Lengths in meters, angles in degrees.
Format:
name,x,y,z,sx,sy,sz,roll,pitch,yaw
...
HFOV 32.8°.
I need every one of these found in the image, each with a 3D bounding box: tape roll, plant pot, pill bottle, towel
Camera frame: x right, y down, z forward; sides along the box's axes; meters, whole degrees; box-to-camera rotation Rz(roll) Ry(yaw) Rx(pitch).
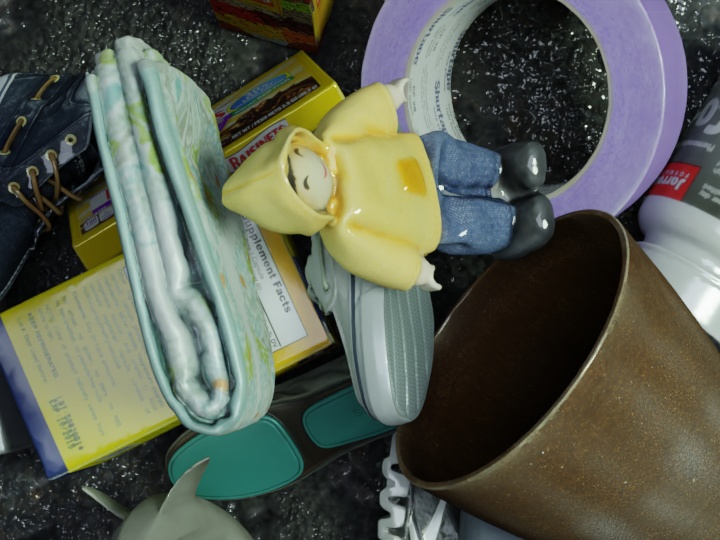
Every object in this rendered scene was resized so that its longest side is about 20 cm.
name,x,y,z,sx,sy,sz,roll,pitch,yaw
tape roll,0.105,-0.115,0.788,0.197,0.085,0.203,5,102,24
plant pot,0.154,0.100,0.720,0.199,0.187,0.188,38,86,-18
pill bottle,0.256,-0.050,0.807,0.113,0.114,0.201,33,86,3
towel,-0.089,-0.012,0.669,0.048,0.171,0.203,-14,85,3

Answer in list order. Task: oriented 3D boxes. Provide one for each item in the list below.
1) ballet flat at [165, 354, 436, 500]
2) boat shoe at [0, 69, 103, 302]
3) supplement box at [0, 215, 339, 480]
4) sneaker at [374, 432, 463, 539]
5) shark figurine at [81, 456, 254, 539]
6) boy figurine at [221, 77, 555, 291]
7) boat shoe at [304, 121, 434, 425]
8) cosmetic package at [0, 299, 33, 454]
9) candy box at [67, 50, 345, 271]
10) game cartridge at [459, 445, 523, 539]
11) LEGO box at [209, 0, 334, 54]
name,x,y,z,sx,sy,sz,roll,pitch,yaw
ballet flat,-0.038,0.100,0.822,0.198,0.064,0.068,-22,108,17
boat shoe,-0.214,-0.055,0.794,0.090,0.071,0.202,-6,54,15
supplement box,-0.125,0.043,0.806,0.198,0.110,0.110,-25,86,-1
sneaker,0.047,0.206,0.812,0.089,0.066,0.203,6,83,3
shark figurine,-0.112,0.159,0.736,0.128,0.215,0.090,37,98,-3
boy figurine,0.015,-0.051,0.687,0.198,0.064,0.126,5,76,-35
boat shoe,0.000,0.000,0.753,0.066,0.073,0.203,-14,63,26
cosmetic package,-0.297,0.034,0.828,0.100,0.071,0.203,-14,86,-1
candy box,-0.107,-0.078,0.822,0.199,0.102,0.027,-32,115,-2
game cartridge,0.160,0.181,0.794,0.197,0.042,0.135,10,71,-13
LEGO box,-0.038,-0.264,0.811,0.076,0.149,0.203,16,85,2
